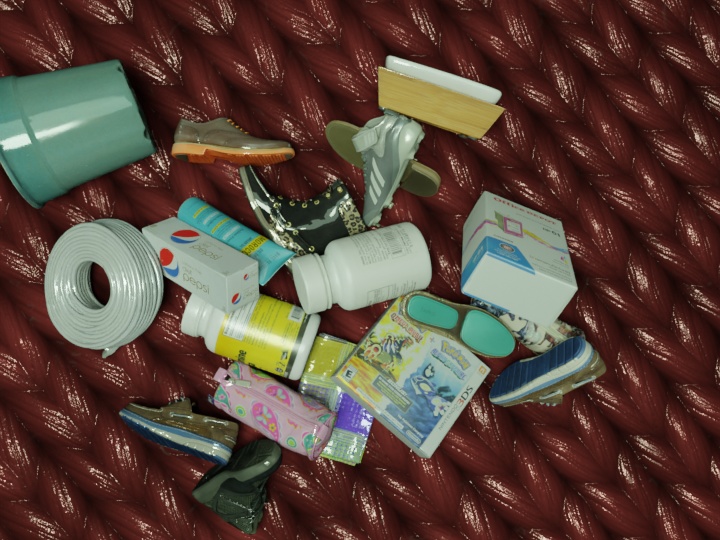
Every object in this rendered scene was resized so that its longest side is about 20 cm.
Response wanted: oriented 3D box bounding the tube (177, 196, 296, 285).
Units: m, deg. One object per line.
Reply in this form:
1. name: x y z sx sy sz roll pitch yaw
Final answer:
1. tube: -0.202 -0.049 0.935 0.200 0.050 0.077 31 63 20

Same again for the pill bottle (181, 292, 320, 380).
1. pill bottle: -0.173 0.091 0.939 0.200 0.112 0.113 20 87 -2

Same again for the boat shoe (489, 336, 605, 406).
1. boat shoe: 0.292 0.179 0.936 0.072 0.200 0.072 40 45 -12

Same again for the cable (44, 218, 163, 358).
1. cable: -0.402 0.021 0.918 0.200 0.069 0.200 -30 84 21

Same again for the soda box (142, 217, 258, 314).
1. soda box: -0.246 -0.012 0.904 0.200 0.064 0.068 26 127 29

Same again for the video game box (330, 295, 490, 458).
1. video game box: 0.084 0.168 0.964 0.200 0.047 0.182 41 68 -2

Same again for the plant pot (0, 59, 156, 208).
1. plant pot: -0.432 -0.220 0.901 0.196 0.200 0.201 -20 90 -11

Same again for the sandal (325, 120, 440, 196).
1. sandal: 0.044 -0.203 0.994 0.211 0.078 0.070 28 56 -9

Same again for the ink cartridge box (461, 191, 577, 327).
1. ink cartridge box: 0.239 -0.025 0.920 0.144 0.200 0.085 22 123 -4

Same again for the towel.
1. towel: -0.035 0.212 0.980 0.143 0.023 0.200 20 87 -11

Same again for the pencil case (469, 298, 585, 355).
1. pencil case: 0.276 0.083 0.978 0.200 0.089 0.078 35 88 -3

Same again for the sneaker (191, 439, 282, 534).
1. sneaker: -0.167 0.338 0.924 0.114 0.076 0.199 46 120 -9

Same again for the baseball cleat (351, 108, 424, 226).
1. baseball cleat: 0.025 -0.165 0.943 0.106 0.070 0.200 28 126 0

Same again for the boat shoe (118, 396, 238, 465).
1. boat shoe: -0.287 0.246 0.951 0.200 0.072 0.072 18 56 11

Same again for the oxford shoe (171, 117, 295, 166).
1. oxford shoe: -0.206 -0.215 0.967 0.200 0.071 0.073 4 83 -3

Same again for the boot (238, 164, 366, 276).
1. boot: -0.095 -0.106 0.968 0.150 0.073 0.200 -29 94 -3

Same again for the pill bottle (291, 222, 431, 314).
1. pill bottle: 0.000 0.000 0.933 0.200 0.114 0.115 -15 89 -16

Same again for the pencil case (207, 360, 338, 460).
1. pencil case: -0.135 0.215 0.924 0.200 0.087 0.088 26 87 16

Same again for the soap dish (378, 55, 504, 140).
1. soap dish: 0.118 -0.273 0.951 0.200 0.157 0.081 18 104 -3

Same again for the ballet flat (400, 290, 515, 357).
1. ballet flat: 0.153 0.082 0.948 0.200 0.065 0.071 26 86 -11
